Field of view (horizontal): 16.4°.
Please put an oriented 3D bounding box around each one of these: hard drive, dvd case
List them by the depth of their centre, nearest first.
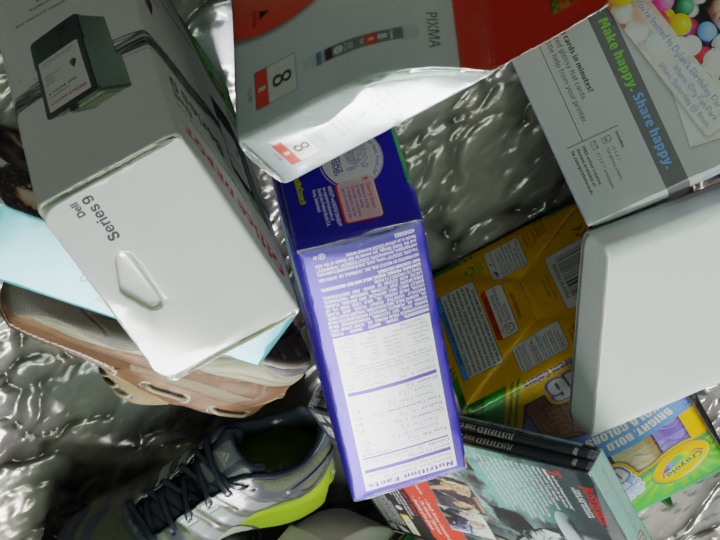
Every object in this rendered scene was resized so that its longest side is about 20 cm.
[{"bbox_3d":[0.210,0.007,1.451,0.200,0.026,0.132,-20,129,-28],"label":"hard drive"},{"bbox_3d":[0.078,0.134,1.517,0.200,0.022,0.146,12,149,35],"label":"dvd case"}]

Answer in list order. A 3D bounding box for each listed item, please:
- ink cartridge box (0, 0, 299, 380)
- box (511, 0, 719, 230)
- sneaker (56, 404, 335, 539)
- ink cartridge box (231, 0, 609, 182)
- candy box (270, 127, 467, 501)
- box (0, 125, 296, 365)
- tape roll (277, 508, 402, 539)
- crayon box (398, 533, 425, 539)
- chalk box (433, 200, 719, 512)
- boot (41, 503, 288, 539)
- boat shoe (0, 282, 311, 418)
[{"bbox_3d":[-0.115,-0.064,1.314,0.084,0.200,0.146,-28,132,7],"label":"ink cartridge box"},{"bbox_3d":[0.185,-0.133,1.387,0.200,0.156,0.041,-24,175,4],"label":"box"},{"bbox_3d":[-0.100,0.134,1.545,0.200,0.074,0.081,-27,154,-26],"label":"sneaker"},{"bbox_3d":[0.023,-0.153,1.281,0.200,0.162,0.050,-29,133,26],"label":"ink cartridge box"},{"bbox_3d":[0.000,0.000,1.426,0.077,0.169,0.200,-13,133,-2],"label":"candy box"},{"bbox_3d":[-0.136,-0.015,1.432,0.200,0.082,0.049,20,121,-31],"label":"box"},{"bbox_3d":[-0.032,0.253,1.633,0.203,0.037,0.203,-39,140,-43],"label":"tape roll"},{"bbox_3d":[0.043,0.258,1.665,0.200,0.058,0.173,-46,143,-34],"label":"crayon box"},{"bbox_3d":[0.141,0.078,1.568,0.124,0.125,0.200,-28,131,7],"label":"chalk box"},{"bbox_3d":[-0.132,0.229,1.644,0.157,0.079,0.212,-9,122,-18],"label":"boot"},{"bbox_3d":[-0.127,0.049,1.497,0.200,0.076,0.072,17,125,-27],"label":"boat shoe"}]
